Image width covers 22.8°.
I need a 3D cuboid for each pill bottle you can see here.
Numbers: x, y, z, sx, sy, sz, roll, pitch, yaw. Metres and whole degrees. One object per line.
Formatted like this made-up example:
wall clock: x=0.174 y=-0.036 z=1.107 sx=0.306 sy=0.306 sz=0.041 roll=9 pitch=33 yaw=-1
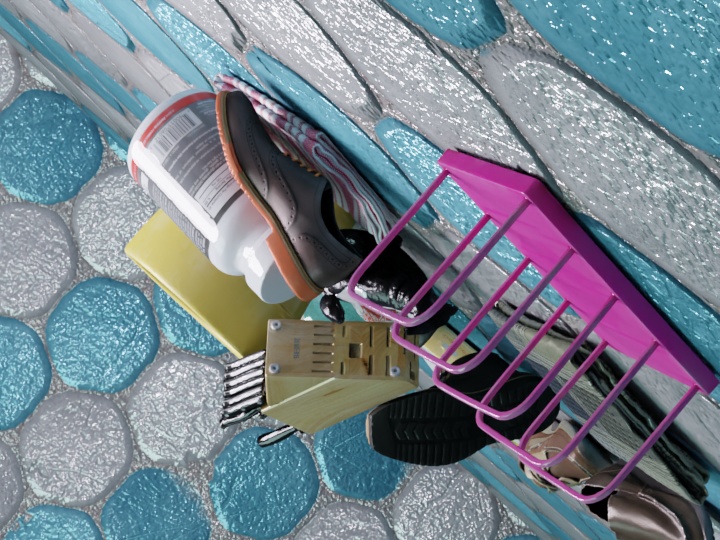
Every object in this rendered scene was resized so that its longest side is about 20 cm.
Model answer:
pill bottle: x=-0.120 y=-0.069 z=1.687 sx=0.200 sy=0.116 sz=0.116 roll=46 pitch=176 yaw=23

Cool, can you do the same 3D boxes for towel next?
towel: x=-0.054 y=-0.107 z=1.670 sx=0.200 sy=0.030 sz=0.146 roll=36 pitch=170 yaw=50
towel: x=0.205 y=0.107 z=1.527 sx=0.193 sy=0.035 sz=0.200 roll=48 pitch=175 yaw=-20

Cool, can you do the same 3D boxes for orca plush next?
orca plush: x=0.000 y=0.000 z=1.675 sx=0.071 sy=0.105 sz=0.200 roll=53 pitch=178 yaw=-40

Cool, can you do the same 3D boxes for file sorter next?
file sorter: x=0.108 y=0.041 z=1.190 sx=0.200 sy=0.126 sz=0.139 roll=45 pitch=173 yaw=-24

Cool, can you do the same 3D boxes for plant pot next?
plant pot: x=-0.111 y=-0.023 z=1.853 sx=0.201 sy=0.189 sz=0.201 roll=42 pitch=174 yaw=6

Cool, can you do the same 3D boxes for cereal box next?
cereal box: x=0.131 y=0.127 z=2.062 sx=0.144 sy=0.040 sz=0.200 roll=39 pitch=173 yaw=29

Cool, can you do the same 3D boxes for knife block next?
knife block: x=-0.042 y=0.118 z=1.760 sx=0.198 sy=0.065 sz=0.176 roll=1 pitch=149 yaw=1

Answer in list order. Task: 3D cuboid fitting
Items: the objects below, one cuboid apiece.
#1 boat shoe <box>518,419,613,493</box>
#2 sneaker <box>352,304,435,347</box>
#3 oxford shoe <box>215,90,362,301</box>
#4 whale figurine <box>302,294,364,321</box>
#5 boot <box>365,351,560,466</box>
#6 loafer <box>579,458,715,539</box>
boat shoe: x=0.216 y=0.207 z=1.918 sx=0.076 sy=0.072 sz=0.200 roll=42 pitch=174 yaw=-1
sneaker: x=0.017 y=0.024 z=1.947 sx=0.108 sy=0.067 sz=0.201 roll=41 pitch=177 yaw=-17
oxford shoe: x=-0.063 y=-0.077 z=1.575 sx=0.201 sy=0.072 sz=0.071 roll=63 pitch=-165 yaw=4
whale figurine: x=-0.036 y=0.046 z=2.418 sx=0.159 sy=0.104 sz=0.201 roll=44 pitch=-162 yaw=-23
boot: x=0.082 y=0.133 z=1.800 sx=0.198 sy=0.078 sz=0.138 roll=-4 pitch=-163 yaw=-21
loafer: x=0.271 y=0.242 z=1.697 sx=0.200 sy=0.070 sz=0.074 roll=-151 pitch=47 yaw=-68
